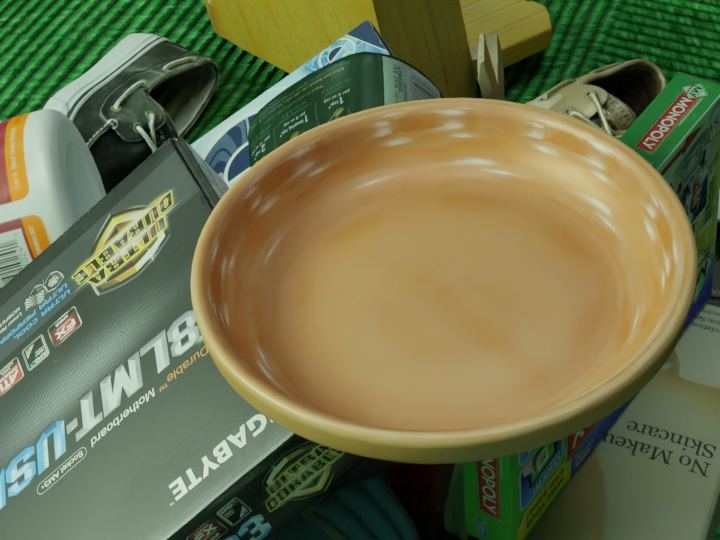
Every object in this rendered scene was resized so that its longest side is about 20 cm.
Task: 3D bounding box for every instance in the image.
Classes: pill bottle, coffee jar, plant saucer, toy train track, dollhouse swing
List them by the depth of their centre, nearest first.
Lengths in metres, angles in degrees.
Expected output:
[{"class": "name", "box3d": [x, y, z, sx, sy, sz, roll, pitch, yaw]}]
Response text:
[{"class": "plant saucer", "box3d": [0.033, 0.004, 0.626, 0.198, 0.038, 0.201, -3, 42, 3]}, {"class": "coffee jar", "box3d": [0.000, 0.000, 0.756, 0.104, 0.085, 0.201, -27, 49, 30]}, {"class": "pill bottle", "box3d": [-0.245, -0.011, 0.876, 0.198, 0.113, 0.114, -15, 44, 4]}, {"class": "toy train track", "box3d": [0.071, -0.062, 0.946, 0.032, 0.115, 0.201, -8, 52, 13]}, {"class": "dollhouse swing", "box3d": [0.013, -0.211, 1.049, 0.175, 0.183, 0.199, -39, 47, -22]}]

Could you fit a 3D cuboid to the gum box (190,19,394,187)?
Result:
[{"class": "gum box", "box3d": [-0.039, -0.027, 0.889, 0.199, 0.045, 0.170, -35, 46, 7]}]

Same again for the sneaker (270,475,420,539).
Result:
[{"class": "sneaker", "box3d": [-0.062, 0.129, 0.765, 0.199, 0.080, 0.131, 23, 50, 11]}]

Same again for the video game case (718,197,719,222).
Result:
[{"class": "video game case", "box3d": [0.262, -0.054, 0.928, 0.198, 0.022, 0.182, 4, 15, 5]}]

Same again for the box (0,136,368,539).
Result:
[{"class": "box", "box3d": [-0.112, 0.065, 0.701, 0.200, 0.050, 0.199, -39, 43, 6]}]

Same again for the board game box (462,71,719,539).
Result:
[{"class": "board game box", "box3d": [0.110, 0.017, 0.729, 0.029, 0.135, 0.200, 22, 50, 29]}]

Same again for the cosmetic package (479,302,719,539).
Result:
[{"class": "cosmetic package", "box3d": [0.133, 0.103, 0.788, 0.104, 0.072, 0.201, 13, 45, 16]}]

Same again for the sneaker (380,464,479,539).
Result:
[{"class": "sneaker", "box3d": [0.037, 0.030, 0.804, 0.115, 0.078, 0.202, 15, 88, 23]}]

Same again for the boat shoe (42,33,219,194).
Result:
[{"class": "boat shoe", "box3d": [-0.149, -0.092, 0.999, 0.070, 0.073, 0.201, 8, 42, 16]}]

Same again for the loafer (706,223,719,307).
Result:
[{"class": "loafer", "box3d": [0.184, 0.001, 0.894, 0.198, 0.070, 0.070, -10, 44, -9]}]

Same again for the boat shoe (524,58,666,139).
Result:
[{"class": "boat shoe", "box3d": [0.126, -0.080, 0.907, 0.071, 0.064, 0.200, 51, 34, -4]}]
